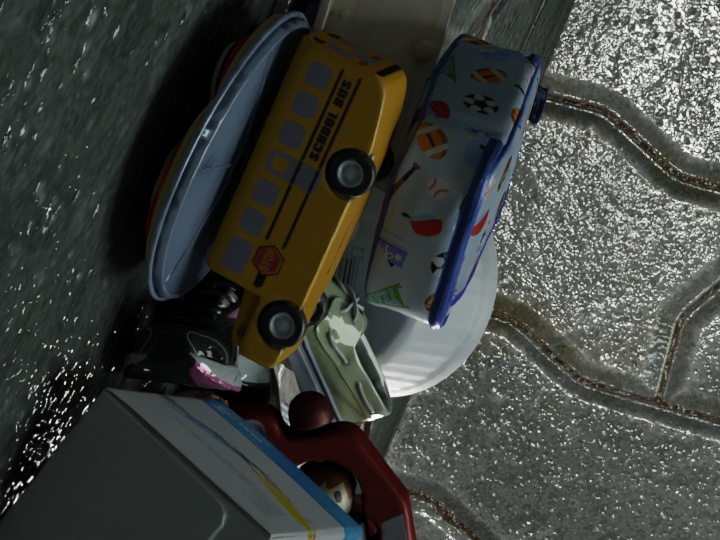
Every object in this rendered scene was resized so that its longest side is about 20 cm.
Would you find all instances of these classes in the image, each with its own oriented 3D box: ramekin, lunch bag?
[{"bbox_3d":[0.000,0.000,1.343,0.098,0.200,0.201,7,110,-58],"label":"ramekin"},{"bbox_3d":[0.066,-0.061,1.157,0.200,0.075,0.161,-59,165,-54],"label":"lunch bag"}]

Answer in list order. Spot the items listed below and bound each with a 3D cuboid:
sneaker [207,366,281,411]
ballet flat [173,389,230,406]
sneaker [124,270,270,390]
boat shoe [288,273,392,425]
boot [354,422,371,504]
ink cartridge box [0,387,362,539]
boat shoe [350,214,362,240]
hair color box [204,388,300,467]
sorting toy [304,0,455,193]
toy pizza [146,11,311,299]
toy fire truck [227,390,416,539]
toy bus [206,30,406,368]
[{"bbox_3d":[-0.096,0.141,1.383,0.086,0.080,0.201,89,-11,-76],"label":"sneaker"},{"bbox_3d":[-0.140,0.137,1.337,0.200,0.075,0.064,120,-8,-50],"label":"ballet flat"},{"bbox_3d":[-0.111,0.037,1.187,0.200,0.080,0.087,16,79,-83],"label":"sneaker"},{"bbox_3d":[-0.027,0.036,1.229,0.072,0.062,0.201,-92,167,-48],"label":"boat shoe"},{"bbox_3d":[-0.018,0.191,1.457,0.187,0.064,0.200,-64,-168,-11],"label":"boot"},{"bbox_3d":[-0.119,0.180,1.097,0.147,0.146,0.200,-51,163,4],"label":"ink cartridge box"},{"bbox_3d":[-0.039,-0.054,1.224,0.060,0.072,0.202,-55,-168,-19],"label":"boat shoe"},{"bbox_3d":[-0.123,0.199,1.466,0.060,0.100,0.201,9,-113,53],"label":"hair color box"},{"bbox_3d":[0.002,-0.162,1.254,0.180,0.106,0.201,165,-58,-85],"label":"sorting toy"},{"bbox_3d":[-0.089,-0.075,1.063,0.201,0.032,0.200,-61,172,-14],"label":"toy pizza"},{"bbox_3d":[-0.064,0.176,1.239,0.112,0.199,0.169,-73,154,-73],"label":"toy fire truck"},{"bbox_3d":[-0.036,-0.043,1.061,0.201,0.078,0.065,-65,173,17],"label":"toy bus"}]
